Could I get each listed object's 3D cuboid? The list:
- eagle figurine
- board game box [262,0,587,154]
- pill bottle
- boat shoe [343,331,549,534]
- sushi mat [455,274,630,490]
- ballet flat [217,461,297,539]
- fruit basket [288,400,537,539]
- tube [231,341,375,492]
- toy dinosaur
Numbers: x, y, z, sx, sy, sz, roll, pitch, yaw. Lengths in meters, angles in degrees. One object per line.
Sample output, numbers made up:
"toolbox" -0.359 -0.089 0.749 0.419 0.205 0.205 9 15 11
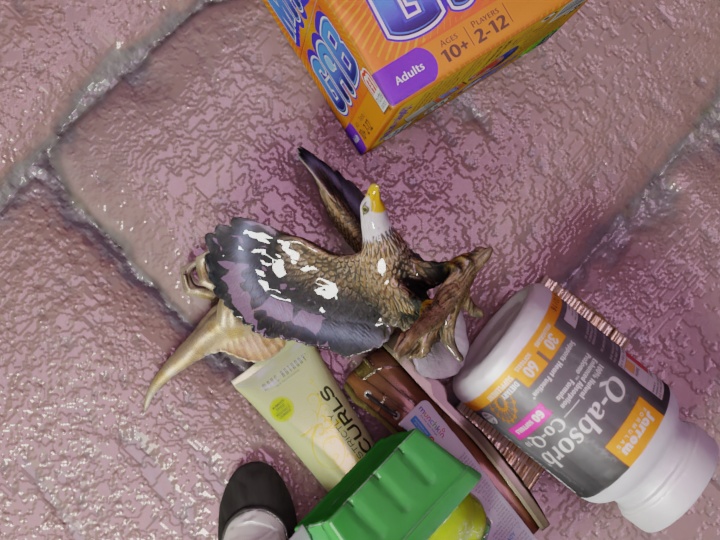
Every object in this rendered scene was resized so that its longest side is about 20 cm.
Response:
"eagle figurine" 0.001 -0.007 0.935 0.199 0.151 0.152 17 96 34
"board game box" 0.041 -0.241 0.939 0.199 0.200 0.201 -32 90 -8
"pill bottle" 0.182 0.113 0.960 0.200 0.116 0.117 38 83 -3
"boat shoe" 0.068 0.147 0.974 0.068 0.072 0.200 -41 79 -2
"sushi mat" 0.142 0.111 1.020 0.095 0.012 0.201 35 83 -2
"ballet flat" -0.083 0.257 0.956 0.067 0.068 0.202 1 86 -5
"fruit basket" 0.050 0.229 0.888 0.185 0.094 0.201 -43 103 -31
"tube" -0.019 0.149 0.983 0.201 0.052 0.058 54 38 4
"toy dinosaur" -0.107 0.033 0.975 0.199 0.058 0.102 -28 91 -8
